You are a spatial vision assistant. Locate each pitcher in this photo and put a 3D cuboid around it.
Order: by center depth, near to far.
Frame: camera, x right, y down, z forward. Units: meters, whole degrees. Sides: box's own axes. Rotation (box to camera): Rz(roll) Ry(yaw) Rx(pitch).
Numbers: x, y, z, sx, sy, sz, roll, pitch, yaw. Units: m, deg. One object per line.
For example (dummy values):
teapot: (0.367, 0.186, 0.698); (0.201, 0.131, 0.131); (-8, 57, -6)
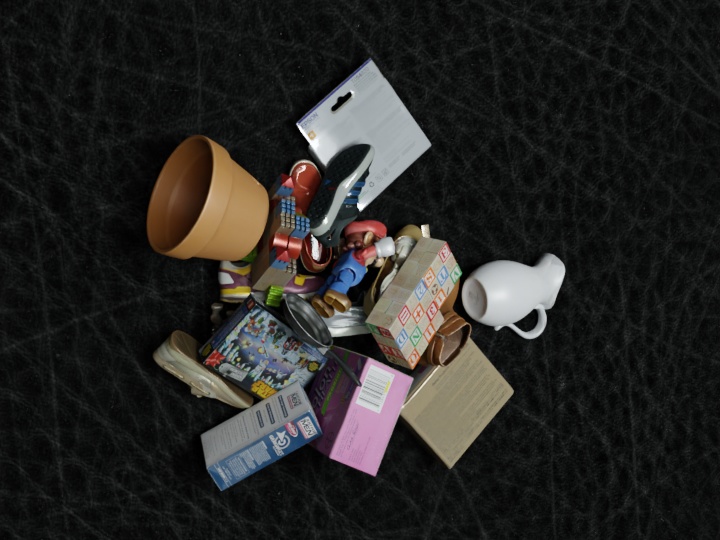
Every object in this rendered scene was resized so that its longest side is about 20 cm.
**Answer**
pitcher: (0.294, 0.062, 1.836); (0.197, 0.121, 0.176); (-10, 111, -33)

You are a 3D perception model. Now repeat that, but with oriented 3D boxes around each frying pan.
frying pan: (-0.065, 0.113, 1.589); (0.031, 0.115, 0.190); (-40, 99, 14)

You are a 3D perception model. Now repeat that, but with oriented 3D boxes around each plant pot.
plant pot: (-0.244, -0.103, 1.568); (0.138, 0.198, 0.204); (23, 84, -37)

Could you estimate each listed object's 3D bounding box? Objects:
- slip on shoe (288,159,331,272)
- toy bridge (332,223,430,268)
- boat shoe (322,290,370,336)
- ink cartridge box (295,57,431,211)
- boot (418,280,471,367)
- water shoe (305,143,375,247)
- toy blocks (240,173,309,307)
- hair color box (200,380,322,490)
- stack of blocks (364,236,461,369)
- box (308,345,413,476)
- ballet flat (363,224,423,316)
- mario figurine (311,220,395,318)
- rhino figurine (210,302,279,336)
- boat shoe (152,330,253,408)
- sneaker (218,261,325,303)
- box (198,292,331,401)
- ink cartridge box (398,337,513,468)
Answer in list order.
slip on shoe: (-0.085, -0.098, 1.694); (0.073, 0.061, 0.205); (-9, 94, -20)
toy bridge: (0.040, -0.040, 1.765); (0.196, 0.027, 0.069); (-11, 96, -21)
boat shoe: (0.012, 0.074, 1.735); (0.196, 0.070, 0.073); (-8, 98, -19)
ink cartridge box: (0.003, -0.247, 1.734); (0.199, 0.040, 0.201); (-42, 106, -15)
boot: (0.161, 0.086, 1.751); (0.073, 0.154, 0.203); (26, 83, -22)
water shoe: (-0.030, -0.134, 1.673); (0.202, 0.071, 0.079); (-57, 138, -20)
toy blocks: (-0.134, -0.063, 1.588); (0.098, 0.137, 0.204); (13, 56, -26)
hair color box: (-0.171, 0.282, 1.621); (0.197, 0.100, 0.061); (-29, 120, -2)
stack of blocks: (0.101, 0.056, 1.677); (0.201, 0.058, 0.116); (-55, 136, -23)
box: (-0.017, 0.239, 1.660); (0.095, 0.199, 0.179); (25, 84, -20)
ballet flat: (0.069, -0.002, 1.708); (0.068, 0.063, 0.203); (26, 70, -1)
mario figurine: (0.000, 0.000, 1.669); (0.202, 0.121, 0.107); (-59, 147, -30)
rhino figurine: (-0.170, 0.107, 1.666); (0.196, 0.060, 0.089); (2, 110, -23)
boat shoe: (-0.268, 0.182, 1.632); (0.065, 0.073, 0.199); (-37, 122, 20)
sneaker: (-0.152, 0.007, 1.664); (0.196, 0.075, 0.092); (-4, 94, -24)
box: (-0.162, 0.145, 1.630); (0.137, 0.040, 0.199); (-46, 127, 7)
ink cartridge box: (0.170, 0.243, 1.805); (0.200, 0.075, 0.165); (-46, 106, -14)
